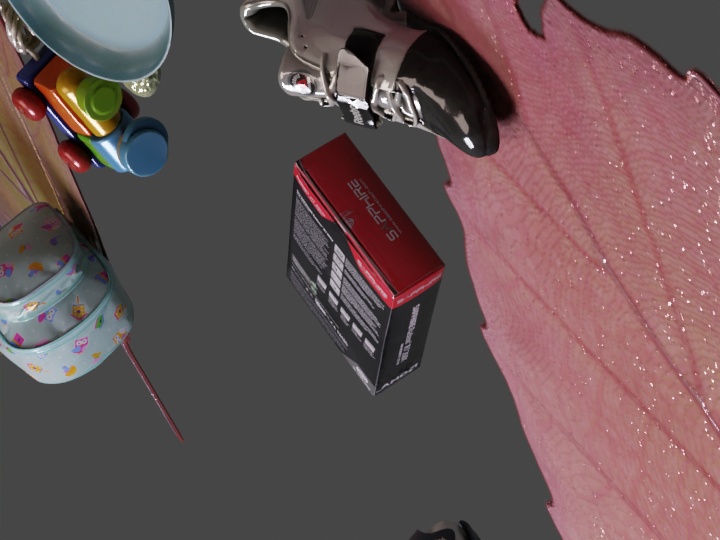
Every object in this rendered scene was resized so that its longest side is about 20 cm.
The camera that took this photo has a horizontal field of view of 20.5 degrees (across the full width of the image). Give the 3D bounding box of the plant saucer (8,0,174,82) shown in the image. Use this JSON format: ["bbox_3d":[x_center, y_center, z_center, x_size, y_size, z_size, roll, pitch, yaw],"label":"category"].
[{"bbox_3d":[-0.222,-0.243,1.596,0.199,0.027,0.201,27,141,24],"label":"plant saucer"}]

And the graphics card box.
[{"bbox_3d":[0.000,0.000,1.458,0.126,0.051,0.200,53,162,18],"label":"graphics card box"}]

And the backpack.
[{"bbox_3d":[-0.380,0.030,2.417,0.200,0.175,0.154,43,163,31],"label":"backpack"}]

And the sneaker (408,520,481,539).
[{"bbox_3d":[0.086,0.254,1.611,0.130,0.079,0.199,45,171,14],"label":"sneaker"}]

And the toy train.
[{"bbox_3d":[-0.255,-0.166,1.770,0.115,0.085,0.200,25,159,51],"label":"toy train"}]

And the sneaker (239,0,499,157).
[{"bbox_3d":[0.002,-0.116,1.182,0.200,0.088,0.074,44,157,37],"label":"sneaker"}]

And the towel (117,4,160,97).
[{"bbox_3d":[-0.233,-0.255,1.710,0.201,0.036,0.149,53,163,19],"label":"towel"}]
